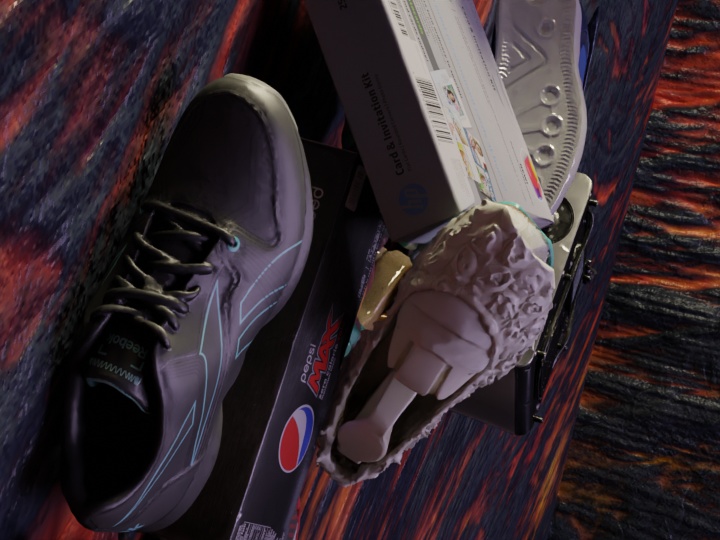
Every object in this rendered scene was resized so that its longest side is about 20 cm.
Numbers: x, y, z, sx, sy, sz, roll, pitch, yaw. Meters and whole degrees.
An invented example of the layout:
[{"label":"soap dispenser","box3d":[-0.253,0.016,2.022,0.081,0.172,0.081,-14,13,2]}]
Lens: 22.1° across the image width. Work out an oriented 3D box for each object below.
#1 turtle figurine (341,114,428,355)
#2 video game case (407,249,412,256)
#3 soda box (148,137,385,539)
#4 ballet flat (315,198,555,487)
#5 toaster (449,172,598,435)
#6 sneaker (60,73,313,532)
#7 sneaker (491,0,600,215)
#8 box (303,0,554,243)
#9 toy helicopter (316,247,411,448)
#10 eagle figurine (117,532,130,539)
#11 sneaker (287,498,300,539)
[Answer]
[{"label":"turtle figurine","box3d":[0.000,0.000,1.015,0.150,0.100,0.201,109,-6,-50]},{"label":"video game case","box3d":[0.065,-0.069,1.323,0.200,0.023,0.184,-14,116,-83]},{"label":"soda box","box3d":[-0.050,0.037,0.888,0.063,0.070,0.202,32,75,-66]},{"label":"ballet flat","box3d":[0.030,0.047,0.877,0.200,0.071,0.072,-56,-175,50]},{"label":"toaster","box3d":[0.121,0.023,1.542,0.200,0.118,0.182,79,31,-65]},{"label":"sneaker","box3d":[-0.074,0.017,0.761,0.079,0.075,0.202,1,105,-75]},{"label":"sneaker","box3d":[0.118,-0.097,1.259,0.147,0.080,0.202,66,31,-72]},{"label":"box","box3d":[0.036,-0.092,0.945,0.157,0.041,0.200,70,19,6]},{"label":"toy helicopter","box3d":[-0.022,0.073,1.128,0.200,0.078,0.133,-53,168,-31]},{"label":"eagle figurine","box3d":[-0.090,0.223,0.776,0.152,0.150,0.201,77,34,-66]},{"label":"sneaker","box3d":[-0.073,0.172,0.942,0.098,0.070,0.202,-98,-158,-73]}]
